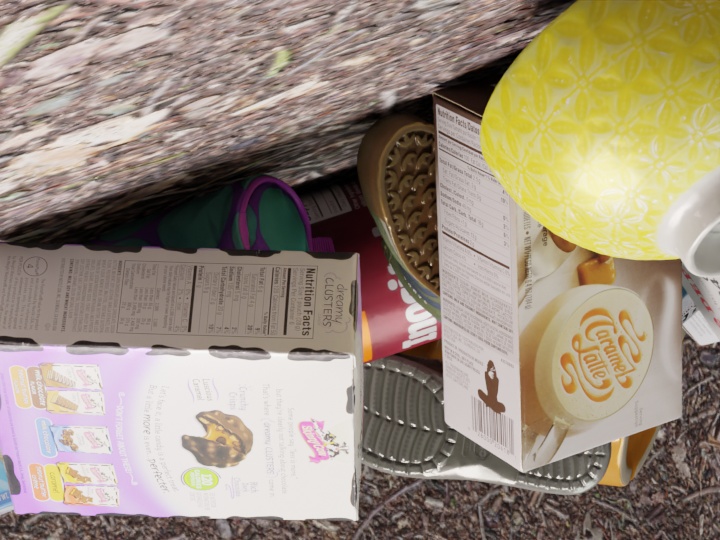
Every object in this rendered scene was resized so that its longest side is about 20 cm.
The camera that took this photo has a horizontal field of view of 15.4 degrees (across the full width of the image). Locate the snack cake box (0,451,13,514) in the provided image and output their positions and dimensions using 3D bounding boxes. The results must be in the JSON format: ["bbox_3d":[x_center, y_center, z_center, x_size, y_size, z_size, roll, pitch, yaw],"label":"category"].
[{"bbox_3d":[-0.254,0.109,1.865,0.199,0.115,0.067,-22,173,25],"label":"snack cake box"}]

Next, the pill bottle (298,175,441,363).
[{"bbox_3d":[0.000,0.000,1.649,0.199,0.113,0.113,-19,175,-7],"label":"pill bottle"}]

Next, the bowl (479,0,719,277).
[{"bbox_3d":[0.169,-0.063,1.296,0.199,0.108,0.200,-22,153,-11],"label":"bowl"}]

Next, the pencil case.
[{"bbox_3d":[-0.119,0.015,1.528,0.199,0.085,0.092,-21,155,28],"label":"pencil case"}]

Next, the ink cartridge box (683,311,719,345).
[{"bbox_3d":[0.304,-0.060,1.710,0.199,0.197,0.043,-16,136,34],"label":"ink cartridge box"}]

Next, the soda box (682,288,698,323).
[{"bbox_3d":[0.163,0.014,1.634,0.200,0.068,0.064,-39,163,-15],"label":"soda box"}]

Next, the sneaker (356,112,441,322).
[{"bbox_3d":[0.036,-0.023,1.521,0.067,0.200,0.090,-47,-138,-11],"label":"sneaker"}]

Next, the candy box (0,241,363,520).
[{"bbox_3d":[-0.098,0.064,1.462,0.199,0.072,0.168,2,143,1],"label":"candy box"}]

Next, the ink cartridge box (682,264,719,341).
[{"bbox_3d":[0.252,0.006,1.444,0.083,0.145,0.200,-38,-168,-12],"label":"ink cartridge box"}]

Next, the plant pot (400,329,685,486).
[{"bbox_3d":[0.113,0.058,1.798,0.183,0.201,0.200,19,-174,17],"label":"plant pot"}]

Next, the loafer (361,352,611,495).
[{"bbox_3d":[0.065,0.098,1.689,0.199,0.076,0.070,16,-173,15],"label":"loafer"}]

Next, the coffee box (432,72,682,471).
[{"bbox_3d":[0.109,-0.007,1.457,0.114,0.201,0.080,-16,-153,-29],"label":"coffee box"}]
